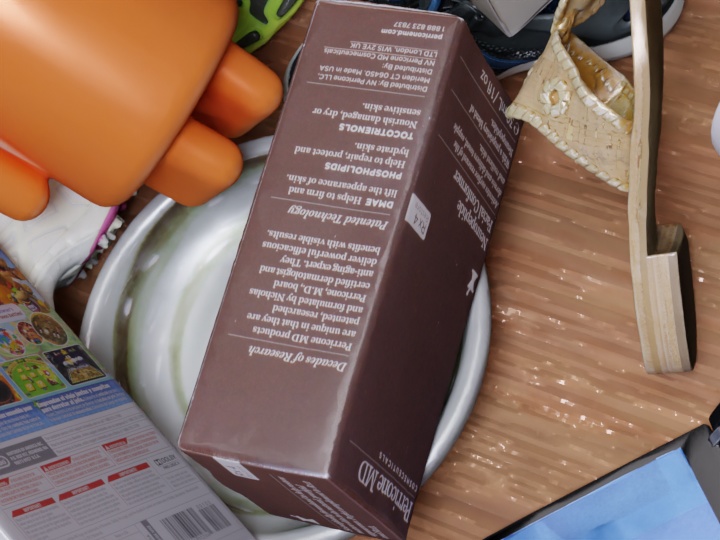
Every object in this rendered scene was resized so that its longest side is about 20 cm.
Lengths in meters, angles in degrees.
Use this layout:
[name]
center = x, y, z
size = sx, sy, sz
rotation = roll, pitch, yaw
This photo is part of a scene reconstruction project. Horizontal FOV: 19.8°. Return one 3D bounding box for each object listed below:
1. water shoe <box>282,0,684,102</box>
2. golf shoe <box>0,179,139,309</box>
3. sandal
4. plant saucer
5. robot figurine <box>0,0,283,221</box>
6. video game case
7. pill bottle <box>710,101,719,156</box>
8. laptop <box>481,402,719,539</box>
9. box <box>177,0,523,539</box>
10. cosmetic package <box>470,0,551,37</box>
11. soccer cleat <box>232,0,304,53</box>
[water shoe]
center = 0.048, -0.123, 0.954
size = 0.199, 0.079, 0.072
rotation = -17, 63, 14
[golf shoe]
center = -0.165, -0.016, 0.965
size = 0.091, 0.075, 0.201
rotation = 31, 57, -7
[sandal]
center = 0.096, -0.059, 0.872
size = 0.069, 0.078, 0.213
rotation = -5, 98, 14
[plant saucer]
center = -0.031, 0.037, 0.936
size = 0.199, 0.050, 0.202
rotation = -8, 67, 19
[robot figurine]
center = -0.134, -0.105, 0.906
size = 0.144, 0.199, 0.117
rotation = -52, 13, 20
[video game case]
center = -0.142, 0.057, 0.839
size = 0.200, 0.143, 0.018
rotation = 47, 112, 14
[pill bottle]
center = 0.232, -0.009, 0.816
size = 0.113, 0.113, 0.200
rotation = -37, 60, 3
[laptop]
center = 0.147, 0.127, 0.797
size = 0.103, 0.200, 0.178
rotation = -11, 60, -24
[box]
center = 0.000, 0.000, 0.854
size = 0.074, 0.100, 0.201
rotation = 11, 74, 24
[cosmetic package]
center = 0.016, -0.205, 0.894
size = 0.073, 0.104, 0.200
rotation = -42, 62, -1
[soccer cleat]
center = -0.037, -0.178, 1.029
size = 0.065, 0.084, 0.200
rotation = 37, 101, -9
